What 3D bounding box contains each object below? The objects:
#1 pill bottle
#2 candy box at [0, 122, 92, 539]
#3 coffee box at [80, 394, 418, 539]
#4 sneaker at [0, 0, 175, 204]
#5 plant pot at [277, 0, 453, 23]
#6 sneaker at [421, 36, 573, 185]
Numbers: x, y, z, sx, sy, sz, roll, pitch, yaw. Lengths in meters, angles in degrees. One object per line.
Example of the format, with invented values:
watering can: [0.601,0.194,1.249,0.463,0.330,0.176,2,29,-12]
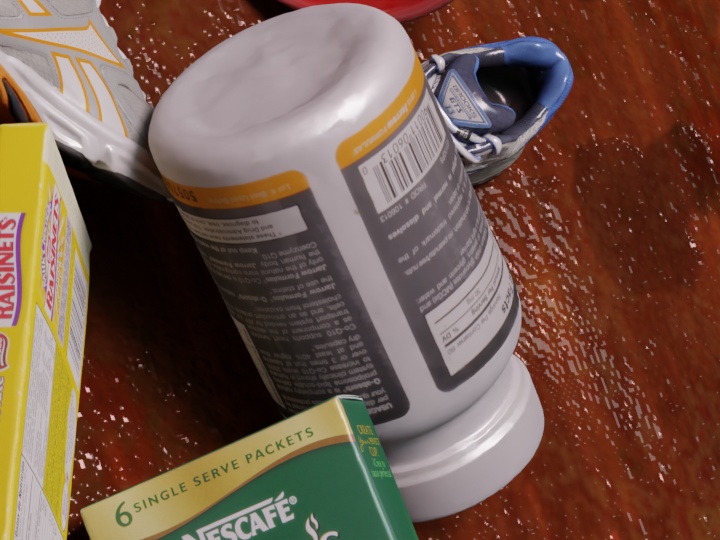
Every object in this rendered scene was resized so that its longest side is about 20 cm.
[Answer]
pill bottle: [0.000,0.000,1.083,0.116,0.116,0.201,-53,130,-40]
candy box: [-0.130,0.054,1.010,0.026,0.102,0.201,-1,62,7]
coffee box: [-0.021,0.163,1.024,0.044,0.123,0.201,14,54,-74]
sneaker: [-0.123,-0.096,1.059,0.200,0.076,0.092,32,79,-44]
plant pot: [0.024,-0.237,1.217,0.201,0.200,0.177,53,38,-4]
sneaker: [0.022,-0.065,1.187,0.200,0.085,0.077,-31,89,-41]
